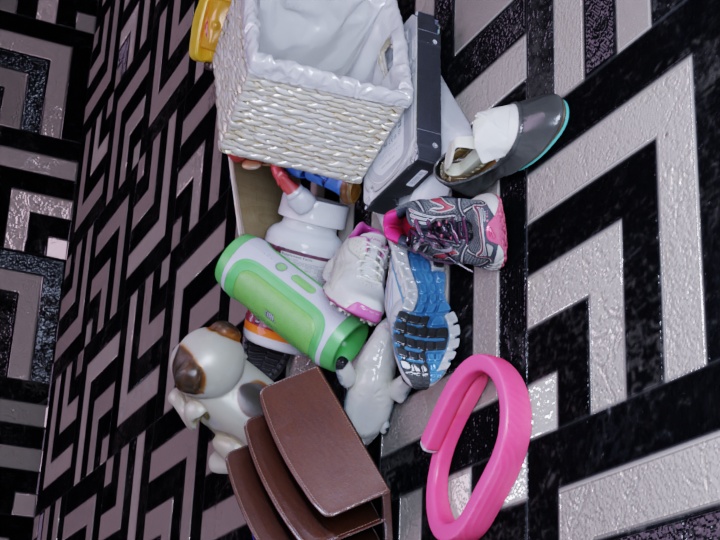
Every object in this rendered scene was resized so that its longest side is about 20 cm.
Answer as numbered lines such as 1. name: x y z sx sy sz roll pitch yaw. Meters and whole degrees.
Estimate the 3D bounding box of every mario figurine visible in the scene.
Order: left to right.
1. mario figurine: -0.082 -0.153 1.824 0.106 0.198 0.124 91 -155 -50

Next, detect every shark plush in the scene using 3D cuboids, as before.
1. shark plush: 0.019 0.156 1.677 0.084 0.090 0.202 -78 -10 -60

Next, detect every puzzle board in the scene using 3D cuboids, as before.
1. puzzle board: -0.128 -0.112 1.948 0.017 0.200 0.152 -12 82 22

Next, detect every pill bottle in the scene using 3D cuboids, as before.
1. pill bottle: -0.082 0.003 1.888 0.109 0.109 0.202 -152 75 -67

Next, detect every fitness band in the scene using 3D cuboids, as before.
1. fitness band: 0.110 0.178 1.429 0.144 0.037 0.201 -112 38 -54

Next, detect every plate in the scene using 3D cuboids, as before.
1. plate: 0.059 -0.128 1.713 0.200 0.032 0.201 -110 39 -54

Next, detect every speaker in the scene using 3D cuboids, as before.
1. speaker: -0.087 0.039 1.783 0.199 0.088 0.089 36 120 22

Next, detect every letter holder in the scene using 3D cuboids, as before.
1. letter holder: -0.068 0.229 1.604 0.101 0.141 0.201 86 159 -45

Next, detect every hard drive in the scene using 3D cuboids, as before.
1. hard drive: 0.048 -0.184 1.678 0.140 0.038 0.202 139 139 -55

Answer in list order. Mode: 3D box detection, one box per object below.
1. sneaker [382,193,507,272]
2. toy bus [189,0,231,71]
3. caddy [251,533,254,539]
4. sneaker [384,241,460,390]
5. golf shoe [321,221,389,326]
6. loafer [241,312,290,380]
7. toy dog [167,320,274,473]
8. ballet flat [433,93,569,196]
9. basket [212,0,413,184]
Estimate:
1. sneaker: 0.093 -0.038 1.510 0.200 0.074 0.082 -176 82 -66
2. toy bus: -0.122 -0.327 2.049 0.192 0.198 0.137 31 109 59
3. caddy: -0.082 0.289 1.747 0.200 0.104 0.143 -134 57 -64
4. sneaker: 0.062 0.056 1.584 0.087 0.074 0.201 111 164 -48
5. golf shoe: 0.000 0.000 1.721 0.092 0.075 0.200 -62 16 13
6. loafer: -0.127 0.065 2.039 0.071 0.072 0.202 143 140 -73
7. toy dog: -0.177 0.164 1.893 0.140 0.201 0.193 -46 31 -20
8. ballet flat: 0.136 -0.126 1.474 0.200 0.068 0.069 140 135 -57
9. basket: -0.064 -0.232 1.665 0.161 0.198 0.199 121 152 -42
